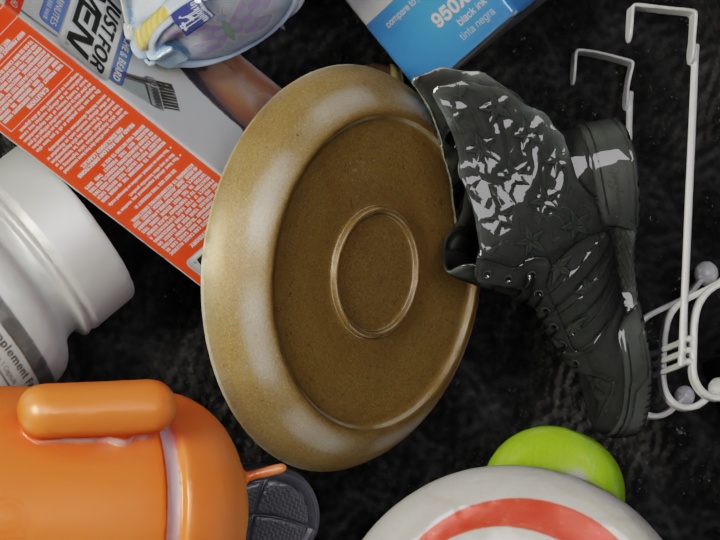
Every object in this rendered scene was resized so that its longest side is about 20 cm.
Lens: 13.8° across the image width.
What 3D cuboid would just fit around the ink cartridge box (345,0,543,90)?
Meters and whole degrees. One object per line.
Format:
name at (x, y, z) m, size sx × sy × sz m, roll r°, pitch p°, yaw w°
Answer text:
ink cartridge box at (0.027, -0.212, 1.516) m, size 0.200 × 0.084 × 0.145 m, roll 50°, pitch 43°, yaw -1°

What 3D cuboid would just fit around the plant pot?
plant pot at (0.000, 0.000, 1.454) m, size 0.199 × 0.027 × 0.201 m, roll -7°, pitch 99°, yaw -48°

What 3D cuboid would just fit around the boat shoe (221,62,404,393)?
boat shoe at (-0.021, -0.016, 1.518) m, size 0.067 × 0.072 × 0.201 m, roll 14°, pitch 77°, yaw -1°

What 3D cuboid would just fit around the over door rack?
over door rack at (0.165, -0.030, 1.514) m, size 0.066 × 0.148 × 0.201 m, roll -8°, pitch 84°, yaw -10°

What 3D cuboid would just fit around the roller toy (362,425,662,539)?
roller toy at (0.070, 0.197, 1.472) m, size 0.199 × 0.140 × 0.183 m, roll -31°, pitch 78°, yaw -10°

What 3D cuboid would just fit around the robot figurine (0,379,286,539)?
robot figurine at (-0.139, 0.112, 1.387) m, size 0.199 × 0.117 × 0.145 m, roll 2°, pitch 99°, yaw -22°

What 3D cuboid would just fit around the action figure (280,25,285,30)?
action figure at (-0.112, -0.192, 1.529) m, size 0.200 × 0.069 × 0.130 m, roll 44°, pitch 71°, yaw -6°

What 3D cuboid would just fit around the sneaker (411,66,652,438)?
sneaker at (0.086, -0.006, 1.477) m, size 0.104 × 0.060 × 0.201 m, roll -9°, pitch 110°, yaw -13°

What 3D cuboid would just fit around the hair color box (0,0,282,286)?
hair color box at (-0.117, -0.088, 1.461) m, size 0.200 × 0.111 × 0.064 m, roll 39°, pitch 120°, yaw -21°

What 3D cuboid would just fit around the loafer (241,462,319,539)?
loafer at (-0.120, 0.141, 1.493) m, size 0.199 × 0.063 × 0.072 m, roll -15°, pitch 103°, yaw -7°

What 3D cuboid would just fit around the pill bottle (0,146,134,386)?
pill bottle at (-0.215, 0.036, 1.456) m, size 0.200 × 0.114 × 0.114 m, roll -40°, pitch 91°, yaw -13°

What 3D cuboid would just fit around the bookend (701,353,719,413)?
bookend at (0.263, 0.014, 1.554) m, size 0.198 × 0.092 × 0.201 m, roll -19°, pitch 85°, yaw -12°

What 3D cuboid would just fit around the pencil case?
pencil case at (-0.098, -0.197, 1.438) m, size 0.090 × 0.083 × 0.201 m, roll -31°, pitch 71°, yaw 27°
